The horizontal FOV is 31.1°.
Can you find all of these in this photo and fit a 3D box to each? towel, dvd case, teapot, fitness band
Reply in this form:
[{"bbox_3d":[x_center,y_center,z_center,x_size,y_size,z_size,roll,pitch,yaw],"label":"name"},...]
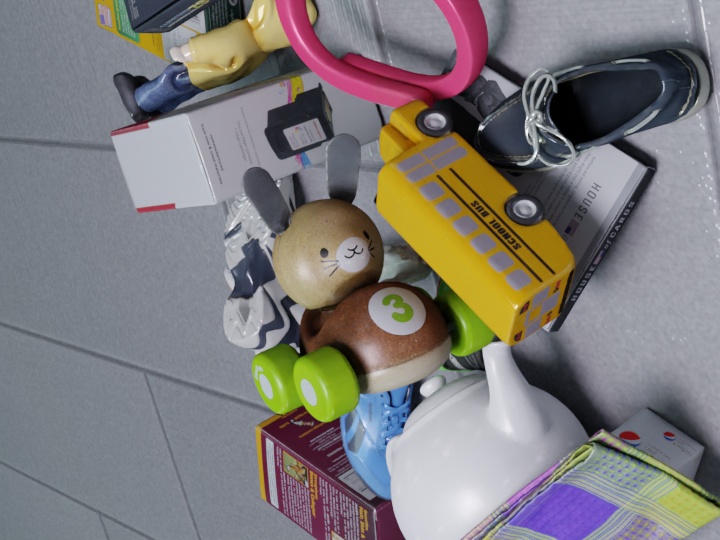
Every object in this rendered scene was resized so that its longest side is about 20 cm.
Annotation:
[{"bbox_3d":[0.176,0.217,1.039,0.144,0.023,0.200,30,123,-21],"label":"towel"},{"bbox_3d":[0.116,-0.067,1.035,0.200,0.025,0.150,38,108,30],"label":"dvd case"},{"bbox_3d":[0.098,0.160,1.146,0.200,0.197,0.146,-37,73,10],"label":"teapot"},{"bbox_3d":[0.014,-0.203,1.035,0.200,0.037,0.144,22,137,33],"label":"fitness band"}]

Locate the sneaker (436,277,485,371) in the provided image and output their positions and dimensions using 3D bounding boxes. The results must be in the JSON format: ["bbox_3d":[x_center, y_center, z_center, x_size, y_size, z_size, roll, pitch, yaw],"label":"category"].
[{"bbox_3d":[0.113,0.006,1.128,0.084,0.077,0.200,15,126,3],"label":"sneaker"}]

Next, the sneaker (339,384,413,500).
[{"bbox_3d":[0.022,0.138,1.303,0.078,0.066,0.200,-2,100,58],"label":"sneaker"}]

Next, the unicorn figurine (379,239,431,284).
[{"bbox_3d":[0.000,0.000,1.224,0.200,0.137,0.074,1,105,36],"label":"unicorn figurine"}]

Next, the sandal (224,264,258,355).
[{"bbox_3d":[-0.086,0.072,1.405,0.207,0.079,0.059,47,124,33],"label":"sandal"}]

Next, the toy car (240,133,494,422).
[{"bbox_3d":[-0.014,-0.004,1.041,0.158,0.164,0.200,-3,108,62],"label":"toy car"}]

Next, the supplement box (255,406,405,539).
[{"bbox_3d":[-0.020,0.240,1.434,0.200,0.086,0.110,28,133,39],"label":"supplement box"}]

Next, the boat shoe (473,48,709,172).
[{"bbox_3d":[0.156,-0.114,0.949,0.200,0.062,0.075,-7,91,44],"label":"boat shoe"}]

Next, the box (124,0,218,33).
[{"bbox_3d":[-0.175,-0.341,1.198,0.158,0.051,0.200,-18,85,44],"label":"box"}]

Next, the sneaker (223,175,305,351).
[{"bbox_3d":[-0.070,-0.005,1.340,0.079,0.130,0.199,-18,62,36],"label":"sneaker"}]

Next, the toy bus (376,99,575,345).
[{"bbox_3d":[0.078,-0.041,0.984,0.200,0.078,0.065,47,156,27],"label":"toy bus"}]

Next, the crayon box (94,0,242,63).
[{"bbox_3d":[-0.201,-0.287,1.328,0.200,0.052,0.126,30,135,37],"label":"crayon box"}]

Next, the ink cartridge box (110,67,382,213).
[{"bbox_3d":[-0.102,-0.125,1.184,0.146,0.200,0.083,-3,108,52],"label":"ink cartridge box"}]

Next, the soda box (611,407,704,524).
[{"bbox_3d":[0.230,0.219,1.112,0.064,0.068,0.200,35,138,32],"label":"soda box"}]

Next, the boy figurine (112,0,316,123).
[{"bbox_3d":[-0.135,-0.205,1.212,0.200,0.124,0.064,-30,84,20],"label":"boy figurine"}]
